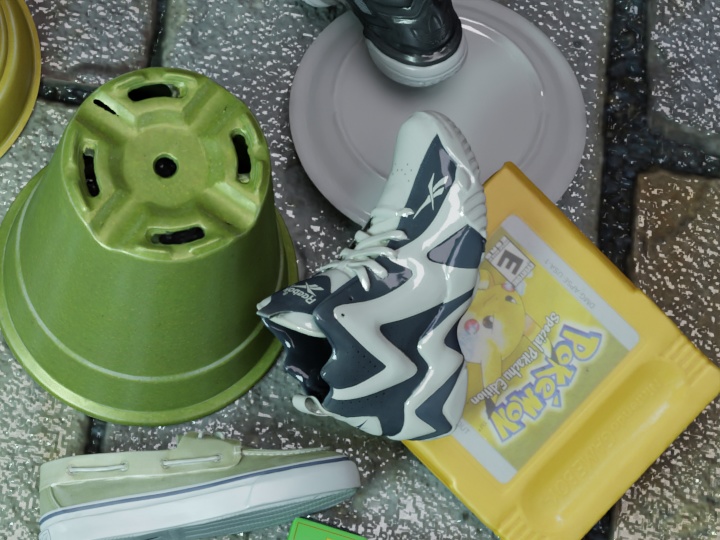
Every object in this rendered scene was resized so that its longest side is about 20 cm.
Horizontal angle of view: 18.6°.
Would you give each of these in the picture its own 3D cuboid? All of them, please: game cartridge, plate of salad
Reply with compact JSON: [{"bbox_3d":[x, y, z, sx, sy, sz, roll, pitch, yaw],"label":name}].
[{"bbox_3d":[0.104,0.062,1.392,0.200,0.032,0.176,44,85,3],"label":"game cartridge"},{"bbox_3d":[0.051,-0.099,1.467,0.198,0.048,0.201,2,62,-3],"label":"plate of salad"}]

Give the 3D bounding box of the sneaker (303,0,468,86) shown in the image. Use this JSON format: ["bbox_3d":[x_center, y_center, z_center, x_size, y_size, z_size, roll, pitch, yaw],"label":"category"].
[{"bbox_3d":[0.002,-0.217,1.442,0.075,0.114,0.200,-28,52,-18],"label":"sneaker"}]

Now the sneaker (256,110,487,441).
[{"bbox_3d":[0.000,0.000,1.320,0.129,0.079,0.201,4,95,-31],"label":"sneaker"}]

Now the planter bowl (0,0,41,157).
[{"bbox_3d":[-0.303,-0.151,1.408,0.199,0.084,0.202,3,69,-9],"label":"planter bowl"}]

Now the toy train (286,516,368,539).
[{"bbox_3d":[0.041,0.202,1.357,0.199,0.042,0.057,17,57,-3],"label":"toy train"}]

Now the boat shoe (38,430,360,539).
[{"bbox_3d":[-0.100,0.129,1.343,0.198,0.072,0.063,-9,73,-10],"label":"boat shoe"}]

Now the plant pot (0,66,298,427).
[{"bbox_3d":[-0.125,-0.030,1.335,0.198,0.190,0.202,3,68,-8],"label":"plant pot"}]
